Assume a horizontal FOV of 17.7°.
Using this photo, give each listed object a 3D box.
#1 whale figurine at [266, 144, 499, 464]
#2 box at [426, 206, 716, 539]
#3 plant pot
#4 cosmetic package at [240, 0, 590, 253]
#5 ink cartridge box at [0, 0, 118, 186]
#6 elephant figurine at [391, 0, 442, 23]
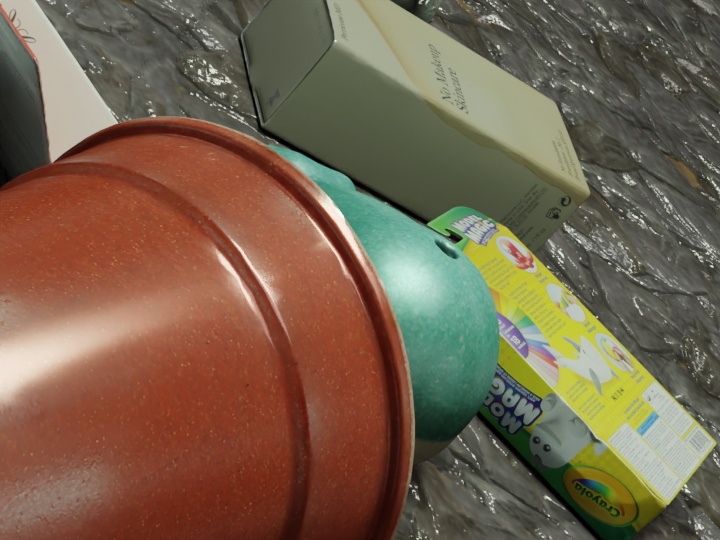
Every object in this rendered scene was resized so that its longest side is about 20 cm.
[{"bbox_3d":[0.000,0.000,1.132,0.159,0.104,0.200,25,30,-34],"label":"whale figurine"},{"bbox_3d":[0.099,0.052,1.268,0.200,0.048,0.117,48,25,6],"label":"box"},{"bbox_3d":[-0.119,0.059,0.773,0.201,0.201,0.195,50,34,17],"label":"plant pot"},{"bbox_3d":[0.033,-0.093,1.374,0.200,0.073,0.104,29,28,-31],"label":"cosmetic package"},{"bbox_3d":[-0.166,-0.117,1.018,0.044,0.174,0.200,-27,65,-19],"label":"ink cartridge box"},{"bbox_3d":[0.035,-0.257,1.486,0.141,0.200,0.155,19,33,-42],"label":"elephant figurine"}]
